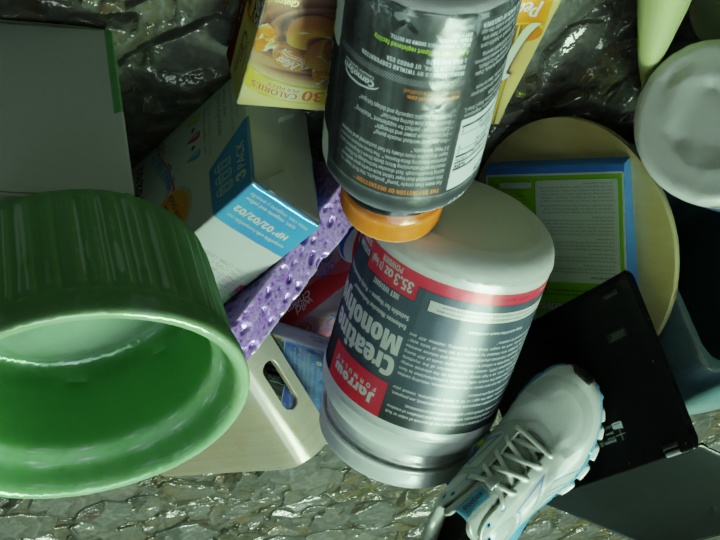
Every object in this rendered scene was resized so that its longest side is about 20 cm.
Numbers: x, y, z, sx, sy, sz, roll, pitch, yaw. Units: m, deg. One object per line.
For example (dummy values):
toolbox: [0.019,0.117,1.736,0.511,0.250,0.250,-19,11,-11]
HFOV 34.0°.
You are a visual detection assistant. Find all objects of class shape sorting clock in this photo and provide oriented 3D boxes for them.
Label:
shape sorting clock: [0.161,-0.017,0.912,0.039,0.202,0.200,-8,149,-42]

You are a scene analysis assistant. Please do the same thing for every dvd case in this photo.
dvd case: [-0.108,0.078,1.009,0.197,0.018,0.144,16,144,8]

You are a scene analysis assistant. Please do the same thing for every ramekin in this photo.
ramekin: [-0.170,0.044,0.699,0.197,0.099,0.201,-12,146,-8]

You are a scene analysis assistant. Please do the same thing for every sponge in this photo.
sponge: [-0.079,0.008,0.857,0.030,0.111,0.201,38,90,-25]

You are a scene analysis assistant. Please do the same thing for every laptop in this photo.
laptop: [0.215,0.117,0.897,0.115,0.203,0.187,-11,165,-34]

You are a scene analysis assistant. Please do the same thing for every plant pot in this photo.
plant pot: [0.239,0.035,1.002,0.194,0.199,0.200,1,150,-39]

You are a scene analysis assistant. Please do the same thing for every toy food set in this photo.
toy food set: [-0.138,0.100,0.998,0.197,0.061,0.145,-10,122,33]

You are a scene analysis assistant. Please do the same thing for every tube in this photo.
tube: [0.196,-0.193,0.746,0.058,0.052,0.200,-34,161,-5]

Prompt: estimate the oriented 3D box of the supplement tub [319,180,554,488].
supplement tub: [0.050,0.043,0.869,0.138,0.141,0.203,3,121,-24]

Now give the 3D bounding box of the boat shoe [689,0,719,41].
boat shoe: [0.292,-0.224,0.789,0.062,0.071,0.201,-42,169,-32]

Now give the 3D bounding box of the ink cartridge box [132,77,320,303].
ink cartridge box: [-0.124,-0.033,0.846,0.199,0.116,0.067,-37,132,28]

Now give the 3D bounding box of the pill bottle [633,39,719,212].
pill bottle: [0.275,-0.099,0.870,0.110,0.112,0.199,-31,168,22]

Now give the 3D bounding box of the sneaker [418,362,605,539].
sneaker: [0.103,0.155,0.848,0.202,0.075,0.086,-58,158,16]

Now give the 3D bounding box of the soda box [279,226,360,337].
soda box: [0.000,0.000,0.988,0.199,0.064,0.070,-38,139,29]

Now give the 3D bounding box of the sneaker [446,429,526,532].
sneaker: [0.086,0.152,0.997,0.070,0.200,0.083,-26,125,-3]

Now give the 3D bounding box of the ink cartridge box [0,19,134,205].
ink cartridge box: [-0.210,-0.040,0.784,0.083,0.148,0.201,0,144,-21]

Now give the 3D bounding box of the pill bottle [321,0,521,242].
pill bottle: [0.031,-0.109,0.714,0.104,0.107,0.202,-5,140,-13]

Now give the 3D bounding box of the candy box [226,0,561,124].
candy box: [0.020,-0.162,0.779,0.197,0.056,0.116,1,141,-21]
